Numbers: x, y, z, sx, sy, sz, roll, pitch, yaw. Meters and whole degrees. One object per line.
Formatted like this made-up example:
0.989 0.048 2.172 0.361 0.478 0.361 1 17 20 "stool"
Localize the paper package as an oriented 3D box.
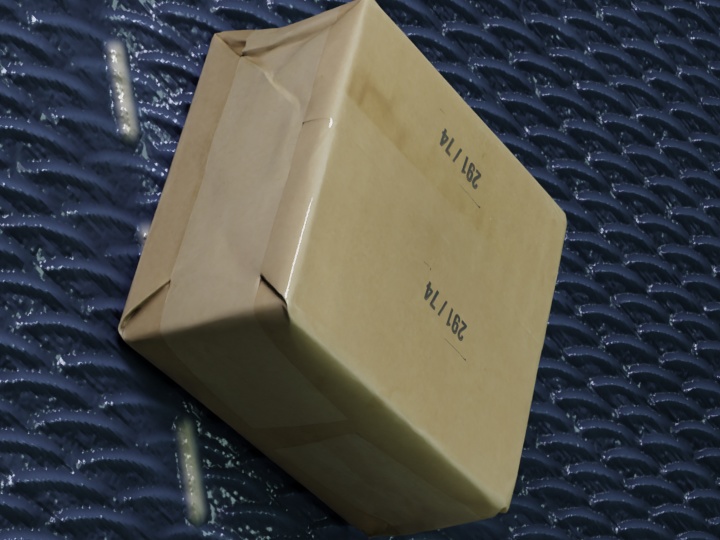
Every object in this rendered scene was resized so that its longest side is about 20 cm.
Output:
0.000 0.000 1.163 0.200 0.103 0.191 42 50 -39 "paper package"
